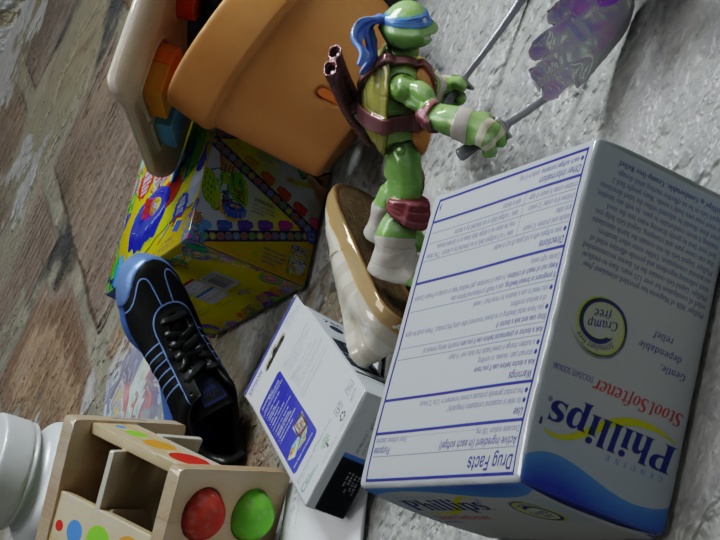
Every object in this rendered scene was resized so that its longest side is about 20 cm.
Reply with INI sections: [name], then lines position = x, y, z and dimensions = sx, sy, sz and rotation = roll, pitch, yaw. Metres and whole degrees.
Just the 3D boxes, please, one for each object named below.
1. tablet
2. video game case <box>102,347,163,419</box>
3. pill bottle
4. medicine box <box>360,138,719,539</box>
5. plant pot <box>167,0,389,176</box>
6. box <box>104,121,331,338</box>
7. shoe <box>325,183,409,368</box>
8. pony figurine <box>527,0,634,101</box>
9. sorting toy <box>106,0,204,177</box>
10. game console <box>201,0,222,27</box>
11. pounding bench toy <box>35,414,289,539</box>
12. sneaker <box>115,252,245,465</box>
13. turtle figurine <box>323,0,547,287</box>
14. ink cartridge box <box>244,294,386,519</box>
[tablet]
position = -0.027, 0.163, 1.301
dimensions = 0.130, 0.014, 0.201
rotation = -39, 37, 49
[video game case]
position = -0.223, 0.147, 1.736
dimensions = 0.182, 0.023, 0.201
rotation = -47, 30, 40
[pill bottle]
position = -0.238, 0.201, 1.492
dimensions = 0.114, 0.199, 0.115
rotation = -48, 30, 40
[medicine box]
position = 0.105, 0.047, 0.995
dimensions = 0.182, 0.102, 0.202
rotation = -16, 56, 62
[plant pot]
position = -0.046, -0.173, 1.416
dimensions = 0.200, 0.140, 0.200
rotation = -50, -1, -1
[box]
position = -0.126, -0.066, 1.586
dimensions = 0.200, 0.121, 0.194
rotation = -29, 44, 56
[shoe]
position = 0.000, 0.000, 1.309
dimensions = 0.054, 0.070, 0.201
rotation = -53, 27, 24
[pony figurine]
position = 0.157, -0.231, 1.100
dimensions = 0.193, 0.167, 0.200
rotation = -41, 10, -18
[sorting toy]
position = -0.157, -0.194, 1.467
dimensions = 0.200, 0.036, 0.187
rotation = 74, -149, -72
[game console]
position = -0.060, -0.271, 1.531
dimensions = 0.200, 0.115, 0.177
rotation = 59, -136, -84
[pounding bench toy]
position = -0.128, 0.201, 1.361
dimensions = 0.155, 0.199, 0.125
rotation = 18, 95, 39
[sneaker]
position = -0.150, 0.079, 1.481
dimensions = 0.078, 0.070, 0.201
rotation = 2, 115, 55
[turtle figurine]
position = 0.071, -0.094, 1.232
dimensions = 0.144, 0.199, 0.195
rotation = 37, 125, 44
[ink cartridge box]
position = -0.032, 0.100, 1.303
dimensions = 0.100, 0.039, 0.200
rotation = -63, 25, 12
